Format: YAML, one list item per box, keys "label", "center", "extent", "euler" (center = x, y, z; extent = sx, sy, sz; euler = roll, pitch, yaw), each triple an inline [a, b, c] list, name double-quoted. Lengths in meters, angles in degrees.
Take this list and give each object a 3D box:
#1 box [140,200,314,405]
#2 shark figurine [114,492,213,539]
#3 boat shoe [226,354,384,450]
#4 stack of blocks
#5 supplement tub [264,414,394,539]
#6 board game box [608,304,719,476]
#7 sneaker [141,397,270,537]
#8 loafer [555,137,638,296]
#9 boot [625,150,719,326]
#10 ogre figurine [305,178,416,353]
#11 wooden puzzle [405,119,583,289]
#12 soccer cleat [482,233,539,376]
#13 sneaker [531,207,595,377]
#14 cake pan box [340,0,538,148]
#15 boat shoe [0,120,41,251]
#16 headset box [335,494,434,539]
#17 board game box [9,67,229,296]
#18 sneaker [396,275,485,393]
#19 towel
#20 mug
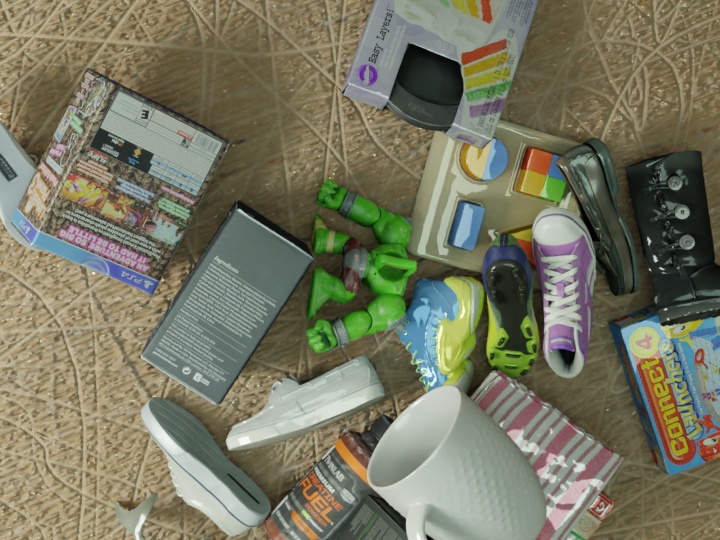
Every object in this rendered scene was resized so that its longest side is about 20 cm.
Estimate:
- label: "box"
  center: [-0.152, 0.033, 1.466]
  extent: [0.107, 0.148, 0.200]
  euler: [32, 94, -8]
- label: "shark figurine"
  center: [-0.215, 0.367, 1.539]
  extent: [0.214, 0.089, 0.128]
  euler: [28, 60, -15]
- label: "boat shoe"
  center: [-0.073, 0.158, 1.531]
  extent: [0.200, 0.072, 0.069]
  euler: [-23, 76, 5]
- label: "stack of blocks"
  center: [0.197, 0.269, 1.565]
  extent: [0.200, 0.059, 0.115]
  euler: [36, 93, -7]
- label: "supplement tub"
  center: [-0.015, 0.268, 1.525]
  extent: [0.107, 0.107, 0.200]
  euler: [42, 91, -8]
- label: "board game box"
  center: [0.433, 0.125, 1.569]
  extent: [0.195, 0.056, 0.201]
  euler: [-21, 98, -2]
- label: "sneaker"
  center: [-0.200, 0.242, 1.526]
  extent: [0.200, 0.073, 0.071]
  euler: [48, 114, 2]
- label: "loafer"
  center: [0.279, -0.057, 1.518]
  extent: [0.063, 0.072, 0.201]
  euler: [-21, 109, -12]
- label: "boot"
  center: [0.414, -0.047, 1.516]
  extent: [0.164, 0.066, 0.201]
  euler: [-9, 75, -2]
- label: "ogre figurine"
  center: [0.000, 0.000, 1.495]
  extent: [0.120, 0.098, 0.200]
  euler: [7, 55, -9]
- label: "wooden puzzle"
  center: [0.171, -0.084, 1.529]
  extent: [0.199, 0.046, 0.186]
  euler: [15, 95, -6]
- label: "soccer cleat"
  center: [0.181, 0.044, 1.515]
  extent: [0.064, 0.084, 0.201]
  euler: [-1, 132, 9]
- label: "sneaker"
  center: [0.240, 0.033, 1.479]
  extent: [0.072, 0.114, 0.201]
  euler: [-6, 121, 16]
- label: "cake pan box"
  center: [0.093, -0.259, 1.479]
  extent: [0.184, 0.052, 0.201]
  euler: [21, 79, -4]
- label: "boat shoe"
  center: [-0.412, -0.115, 1.468]
  extent: [0.075, 0.086, 0.202]
  euler: [-33, 127, -5]
- label: "headset box"
  center: [0.044, 0.377, 1.502]
  extent: [0.200, 0.093, 0.174]
  euler: [29, 98, -48]
- label: "board game box"
  center: [-0.273, -0.100, 1.438]
  extent: [0.159, 0.097, 0.200]
  euler: [26, 94, -34]
- label: "sneaker"
  center: [0.086, 0.099, 1.541]
  extent: [0.105, 0.076, 0.201]
  euler: [12, 96, 13]
- label: "towel"
  center: [0.197, 0.229, 1.515]
  extent: [0.200, 0.030, 0.147]
  euler: [35, 94, -8]
- label: "mug"
  center: [0.112, 0.256, 1.409]
  extent: [0.175, 0.200, 0.148]
  euler: [43, 131, -16]
